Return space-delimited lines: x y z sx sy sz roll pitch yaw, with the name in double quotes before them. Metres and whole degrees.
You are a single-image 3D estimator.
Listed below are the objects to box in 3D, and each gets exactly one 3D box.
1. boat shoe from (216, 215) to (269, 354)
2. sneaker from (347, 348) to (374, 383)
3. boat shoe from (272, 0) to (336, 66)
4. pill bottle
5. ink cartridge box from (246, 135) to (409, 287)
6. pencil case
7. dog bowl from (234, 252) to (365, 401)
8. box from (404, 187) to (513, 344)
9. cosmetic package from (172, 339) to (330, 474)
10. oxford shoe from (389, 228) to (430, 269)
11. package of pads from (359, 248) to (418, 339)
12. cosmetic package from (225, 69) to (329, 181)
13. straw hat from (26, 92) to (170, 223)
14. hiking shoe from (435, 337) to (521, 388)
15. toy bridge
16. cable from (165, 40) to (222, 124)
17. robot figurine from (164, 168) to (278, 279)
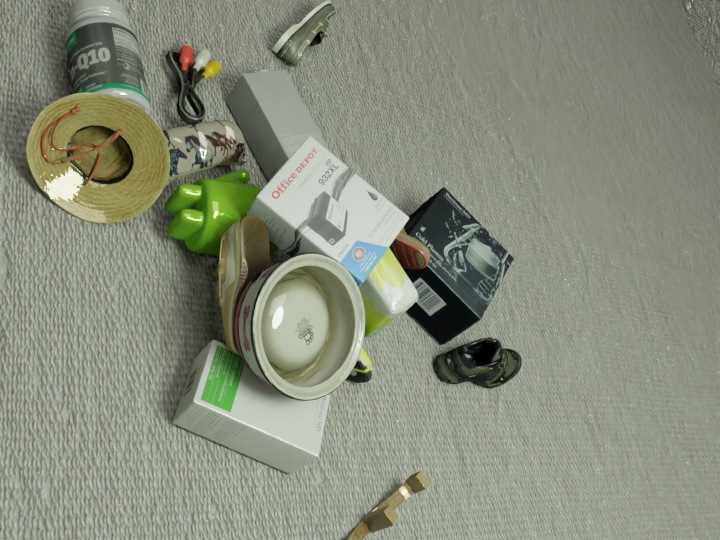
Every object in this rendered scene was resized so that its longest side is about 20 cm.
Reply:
"boat shoe" -0.172 0.025 1.119 0.074 0.066 0.202 21 64 -43
"sneaker" -0.038 0.093 1.272 0.201 0.075 0.076 53 47 0
"boat shoe" -0.104 -0.484 1.586 0.060 0.072 0.202 43 52 -9
"pill bottle" -0.402 -0.324 1.226 0.112 0.113 0.202 1 62 -37
"ink cartridge box" -0.050 -0.080 1.173 0.199 0.084 0.145 39 61 -3
"pencil case" -0.275 -0.191 1.265 0.199 0.077 0.090 -24 96 -43
"dog bowl" -0.089 0.076 1.086 0.199 0.073 0.203 0 90 -43
"box" 0.153 -0.010 1.451 0.200 0.124 0.197 44 44 -6
"cosmetic package" -0.153 0.198 1.112 0.199 0.085 0.108 27 47 -20
"oxford shoe" 0.053 -0.064 1.313 0.075 0.071 0.199 -38 44 -25
"package of pads" 0.000 0.000 1.297 0.068 0.154 0.201 -29 83 -30
"cosmetic package" -0.147 -0.256 1.400 0.106 0.090 0.201 -16 71 -42
"straw hat" -0.388 -0.176 1.158 0.200 0.203 0.085 21 11 -26
"hiking shoe" 0.238 0.166 1.418 0.198 0.101 0.076 1 63 -37
"toy bridge" 0.029 0.369 1.154 0.199 0.067 0.027 -33 85 -43
"cable" -0.294 -0.332 1.337 0.096 0.050 0.201 25 36 -22
"robot figurine" -0.203 -0.080 1.224 0.198 0.116 0.177 6 62 -35
